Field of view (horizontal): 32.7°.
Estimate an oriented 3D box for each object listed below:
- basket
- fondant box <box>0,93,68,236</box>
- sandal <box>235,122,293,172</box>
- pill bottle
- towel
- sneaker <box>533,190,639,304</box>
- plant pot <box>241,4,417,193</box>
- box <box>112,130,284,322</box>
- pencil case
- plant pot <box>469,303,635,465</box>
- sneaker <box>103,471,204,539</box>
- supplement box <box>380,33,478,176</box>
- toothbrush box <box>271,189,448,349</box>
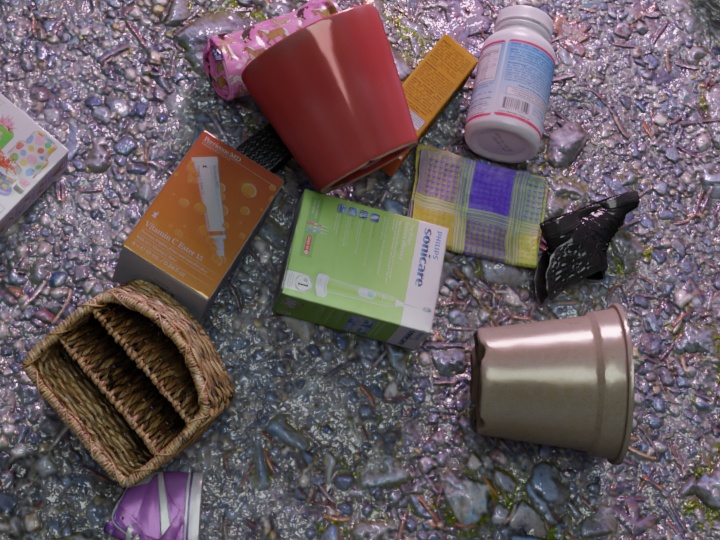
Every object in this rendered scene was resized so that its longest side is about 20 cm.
[{"bbox_3d":[-0.259,0.121,1.417,0.200,0.143,0.149,50,26,6],"label":"basket"},{"bbox_3d":[-0.481,-0.116,1.519,0.144,0.058,0.201,39,69,2],"label":"fondant box"},{"bbox_3d":[-0.086,-0.185,1.648,0.199,0.045,0.075,-34,76,-6],"label":"sandal"},{"bbox_3d":[0.212,-0.260,1.701,0.107,0.109,0.202,17,69,-7],"label":"pill bottle"},{"bbox_3d":[0.159,-0.087,1.677,0.198,0.023,0.145,16,68,-8],"label":"towel"},{"bbox_3d":[0.313,-0.034,1.678,0.198,0.060,0.105,-19,90,-26],"label":"sneaker"},{"bbox_3d":[-0.026,-0.208,1.541,0.199,0.200,0.179,-27,89,-20],"label":"plant pot"},{"bbox_3d":[-0.201,-0.051,1.525,0.124,0.098,0.201,31,59,-3],"label":"box"},{"bbox_3d":[-0.112,-0.301,1.655,0.198,0.087,0.083,-24,45,-19],"label":"pencil case"},{"bbox_3d":[0.233,0.140,1.543,0.181,0.201,0.203,1,71,0],"label":"plant pot"},{"bbox_3d":[-0.243,0.334,1.423,0.113,0.073,0.203,3,61,-8],"label":"sneaker"},{"bbox_3d":[0.080,-0.228,1.682,0.068,0.067,0.201,36,68,1],"label":"supplement box"},{"bbox_3d":[0.000,0.000,1.577,0.197,0.086,0.147,14,69,-7],"label":"toothbrush box"}]
